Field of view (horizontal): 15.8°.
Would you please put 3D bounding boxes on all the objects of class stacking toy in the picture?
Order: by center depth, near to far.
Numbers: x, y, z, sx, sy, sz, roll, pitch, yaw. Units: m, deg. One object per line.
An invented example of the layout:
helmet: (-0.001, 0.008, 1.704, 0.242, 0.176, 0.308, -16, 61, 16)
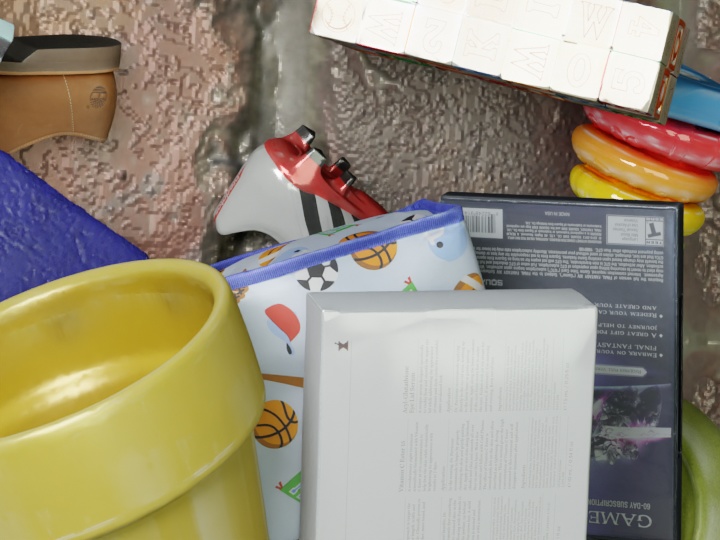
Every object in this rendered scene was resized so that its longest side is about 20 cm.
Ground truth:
stacking toy: (0.162, -0.027, 1.581, 0.115, 0.110, 0.201, 12, 105, -30)

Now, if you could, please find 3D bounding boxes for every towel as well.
towel: (-0.210, 0.047, 1.432, 0.147, 0.049, 0.201, 37, 67, -18)

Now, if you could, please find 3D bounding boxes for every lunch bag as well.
lunch bag: (-0.024, 0.066, 1.452, 0.199, 0.124, 0.171, -19, 95, -11)

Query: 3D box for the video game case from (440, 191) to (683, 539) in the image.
video game case: (0.116, 0.057, 1.502, 0.142, 0.019, 0.202, 3, 103, 20)

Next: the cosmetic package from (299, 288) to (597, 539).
cosmetic package: (0.044, 0.112, 1.385, 0.150, 0.052, 0.202, -1, 102, -14)

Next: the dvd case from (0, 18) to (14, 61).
dvd case: (-0.293, -0.082, 1.406, 0.145, 0.022, 0.200, 23, 122, -19)

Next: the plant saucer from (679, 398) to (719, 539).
plant saucer: (0.134, 0.152, 1.546, 0.200, 0.200, 0.031, -50, 148, -6)

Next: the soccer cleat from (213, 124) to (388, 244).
soccer cleat: (0.000, 0.000, 1.545, 0.085, 0.069, 0.200, -44, 114, 13)

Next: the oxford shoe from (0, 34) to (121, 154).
oxford shoe: (-0.231, -0.092, 1.457, 0.198, 0.071, 0.072, -2, 106, -17)

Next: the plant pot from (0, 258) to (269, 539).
plant pot: (-0.129, 0.122, 1.335, 0.200, 0.201, 0.190, -26, 111, -13)

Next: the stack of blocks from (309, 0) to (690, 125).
stack of blocks: (0.083, -0.136, 1.480, 0.199, 0.115, 0.059, 15, 93, 14)
